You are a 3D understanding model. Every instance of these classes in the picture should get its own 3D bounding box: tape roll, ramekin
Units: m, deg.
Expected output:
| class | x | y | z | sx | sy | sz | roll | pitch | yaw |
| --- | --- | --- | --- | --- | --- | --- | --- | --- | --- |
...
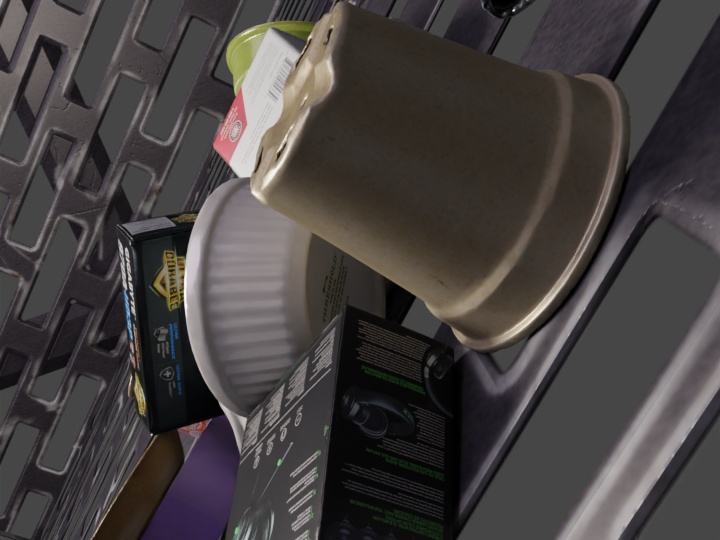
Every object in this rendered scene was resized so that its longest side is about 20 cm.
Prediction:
| class | x | y | z | sx | sy | sz | roll | pitch | yaw |
| --- | --- | --- | --- | --- | --- | --- | --- | --- | --- |
| tape roll | -0.170 | 0.246 | 0.916 | 0.201 | 0.065 | 0.200 | -60 | 1 | 3 |
| ramekin | -0.050 | 0.021 | 0.734 | 0.094 | 0.203 | 0.203 | -3 | 55 | 23 |

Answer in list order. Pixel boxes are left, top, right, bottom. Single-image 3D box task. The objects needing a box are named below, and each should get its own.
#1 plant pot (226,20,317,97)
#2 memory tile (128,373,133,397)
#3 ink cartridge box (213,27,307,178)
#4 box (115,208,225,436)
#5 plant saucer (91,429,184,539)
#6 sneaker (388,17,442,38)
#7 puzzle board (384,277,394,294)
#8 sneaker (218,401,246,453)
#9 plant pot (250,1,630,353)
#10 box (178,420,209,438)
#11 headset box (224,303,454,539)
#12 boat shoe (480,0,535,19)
| class | x | y | z | sx | sy | sz | roll | pitch | yaw |
| --- | --- | --- | --- | --- | --- | --- | --- | --- | --- |
| plant pot | -0.074 | -0.168 | 1.093 | 0.200 | 0.199 | 0.191 | 148 | 129 | -62 |
| memory tile | -0.286 | 0.096 | 1.249 | 0.200 | 0.017 | 0.154 | -174 | 96 | -86 |
| ink cartridge box | -0.049 | -0.131 | 0.901 | 0.200 | 0.083 | 0.146 | 48 | 116 | 40 |
| box | -0.138 | 0.041 | 0.837 | 0.046 | 0.158 | 0.201 | 34 | 130 | 51 |
| plant saucer | -0.223 | 0.240 | 0.870 | 0.201 | 0.035 | 0.200 | -60 | 2 | 4 |
| sneaker | 0.041 | -0.202 | 0.948 | 0.200 | 0.077 | 0.113 | -94 | 26 | -78 |
| puzzle board | 0.000 | 0.000 | 0.885 | 0.200 | 0.017 | 0.151 | -55 | 20 | 32 |
| sneaker | -0.102 | 0.093 | 0.809 | 0.073 | 0.070 | 0.201 | -25 | -73 | -64 |
| plant pot | 0.037 | -0.073 | 0.577 | 0.201 | 0.183 | 0.201 | -55 | 20 | 33 |
| box | -0.226 | 0.125 | 1.272 | 0.096 | 0.099 | 0.201 | -49 | 24 | 46 |
| headset box | -0.019 | 0.159 | 0.596 | 0.174 | 0.092 | 0.201 | -50 | 25 | 43 |
| boat shoe | 0.157 | -0.298 | 0.713 | 0.201 | 0.071 | 0.091 | 121 | 162 | -47 |
